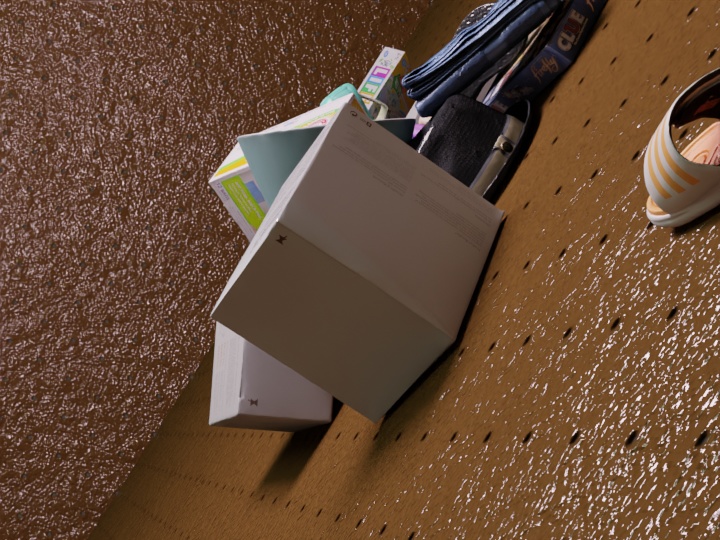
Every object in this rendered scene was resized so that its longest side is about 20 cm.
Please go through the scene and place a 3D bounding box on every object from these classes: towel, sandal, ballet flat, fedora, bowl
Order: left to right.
[{"bbox_3d":[-0.034,-0.109,1.642,0.201,0.200,0.106,-146,50,-83],"label":"bowl"},{"bbox_3d":[0.022,-0.181,1.944,0.070,0.200,0.067,-49,46,0],"label":"ballet flat"},{"bbox_3d":[0.098,-0.117,1.579,0.201,0.091,0.201,-55,7,10],"label":"fedora"},{"bbox_3d":[0.137,-0.250,1.740,0.048,0.075,0.201,-38,-8,-45],"label":"sandal"},{"bbox_3d":[0.133,-0.248,1.613,0.200,0.049,0.112,-40,-2,9],"label":"towel"},{"bbox_3d":[0.214,-0.089,0.853,0.079,0.059,0.207,-59,8,-22],"label":"sandal"}]

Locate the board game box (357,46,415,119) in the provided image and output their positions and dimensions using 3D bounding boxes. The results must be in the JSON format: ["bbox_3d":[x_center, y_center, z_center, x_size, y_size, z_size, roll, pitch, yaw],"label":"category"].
[{"bbox_3d":[0.042,-0.198,2.075,0.135,0.034,0.200,-59,-30,-22],"label":"board game box"}]

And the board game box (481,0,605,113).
[{"bbox_3d":[0.207,-0.250,1.677,0.136,0.035,0.200,-60,8,-27],"label":"board game box"}]

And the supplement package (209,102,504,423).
[{"bbox_3d":[0.000,-0.008,1.370,0.147,0.191,0.200,-50,9,41],"label":"supplement package"}]

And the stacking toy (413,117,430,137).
[{"bbox_3d":[0.035,-0.098,1.744,0.200,0.085,0.085,-41,5,-11],"label":"stacking toy"}]

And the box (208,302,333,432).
[{"bbox_3d":[-0.101,0.101,1.670,0.200,0.106,0.153,151,124,-73],"label":"box"}]

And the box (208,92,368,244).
[{"bbox_3d":[-0.073,-0.127,1.866,0.199,0.113,0.101,-18,27,33],"label":"box"}]

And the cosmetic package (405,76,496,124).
[{"bbox_3d":[0.125,-0.227,1.922,0.200,0.090,0.107,-62,8,-22],"label":"cosmetic package"}]
